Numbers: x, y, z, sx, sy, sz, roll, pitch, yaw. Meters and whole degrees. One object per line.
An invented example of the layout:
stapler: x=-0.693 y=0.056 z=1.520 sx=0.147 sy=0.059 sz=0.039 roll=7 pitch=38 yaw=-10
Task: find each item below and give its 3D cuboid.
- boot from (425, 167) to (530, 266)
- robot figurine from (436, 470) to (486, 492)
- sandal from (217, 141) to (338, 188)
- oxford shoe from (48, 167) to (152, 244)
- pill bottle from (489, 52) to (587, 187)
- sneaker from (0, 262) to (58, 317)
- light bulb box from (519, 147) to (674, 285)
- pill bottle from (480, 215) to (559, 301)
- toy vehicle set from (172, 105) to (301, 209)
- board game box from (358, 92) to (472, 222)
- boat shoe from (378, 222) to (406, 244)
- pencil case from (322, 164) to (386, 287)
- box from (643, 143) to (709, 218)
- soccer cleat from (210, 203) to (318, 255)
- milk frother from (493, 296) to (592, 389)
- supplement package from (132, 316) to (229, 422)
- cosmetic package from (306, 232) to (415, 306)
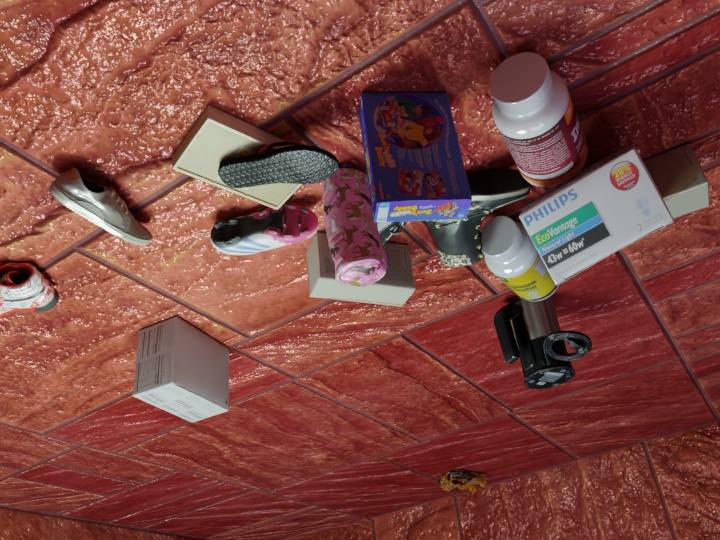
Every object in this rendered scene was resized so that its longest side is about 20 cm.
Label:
boot: x=0.210 y=-0.091 z=1.186 sx=0.199 sy=0.074 sz=0.155 roll=-11 pitch=131 yaw=18
robot figurine: x=0.409 y=0.858 z=2.721 sx=0.196 sy=0.059 sz=0.145 roll=12 pitch=142 yaw=-28
sandal: x=-0.126 y=-0.167 z=1.020 sx=0.195 sy=0.046 sz=0.076 roll=-3 pitch=144 yaw=20
oxford shoe: x=-0.407 y=-0.101 z=1.088 sx=0.058 sy=0.075 sz=0.200 roll=-51 pitch=141 yaw=0
pill bottle: x=0.262 y=-0.221 z=0.993 sx=0.111 sy=0.115 sz=0.200 roll=-21 pitch=146 yaw=21
sneaker: x=-0.678 y=0.040 z=1.243 sx=0.196 sy=0.068 sz=0.109 roll=-10 pitch=147 yaw=-3
light bulb box: x=0.370 y=-0.093 z=1.077 sx=0.196 sy=0.126 sz=0.200 roll=-31 pitch=-179 yaw=20
pill bottle: x=0.308 y=-0.025 z=1.302 sx=0.111 sy=0.114 sz=0.199 roll=-26 pitch=143 yaw=27
toy vehicle set: x=-0.181 y=-0.171 z=1.057 sx=0.197 sy=0.027 sz=0.124 roll=20 pitch=138 yaw=-35
board game box: x=0.074 y=-0.166 z=0.956 sx=0.131 sy=0.204 sz=0.045 roll=-2 pitch=148 yaw=-8
boat shoe: x=0.046 y=-0.091 z=1.185 sx=0.067 sy=0.075 sz=0.200 roll=5 pitch=139 yaw=-34
pencil case: x=-0.011 y=-0.071 z=1.083 sx=0.081 sy=0.204 sz=0.087 roll=12 pitch=142 yaw=-30
box: x=0.503 y=-0.134 z=1.195 sx=0.196 sy=0.097 sz=0.078 roll=-22 pitch=145 yaw=18
soccer cleat: x=-0.167 y=-0.070 z=1.191 sx=0.195 sy=0.072 sz=0.086 roll=-7 pitch=164 yaw=4
milk frother: x=0.419 y=0.134 z=1.496 sx=0.198 sy=0.192 sz=0.179 roll=-32 pitch=141 yaw=33
supplement package: x=-0.393 y=0.224 z=1.497 sx=0.109 sy=0.159 sz=0.200 roll=-18 pitch=146 yaw=19
cosmetic package: x=0.000 y=0.000 z=1.286 sx=0.195 sy=0.106 sz=0.073 roll=7 pitch=146 yaw=-20
